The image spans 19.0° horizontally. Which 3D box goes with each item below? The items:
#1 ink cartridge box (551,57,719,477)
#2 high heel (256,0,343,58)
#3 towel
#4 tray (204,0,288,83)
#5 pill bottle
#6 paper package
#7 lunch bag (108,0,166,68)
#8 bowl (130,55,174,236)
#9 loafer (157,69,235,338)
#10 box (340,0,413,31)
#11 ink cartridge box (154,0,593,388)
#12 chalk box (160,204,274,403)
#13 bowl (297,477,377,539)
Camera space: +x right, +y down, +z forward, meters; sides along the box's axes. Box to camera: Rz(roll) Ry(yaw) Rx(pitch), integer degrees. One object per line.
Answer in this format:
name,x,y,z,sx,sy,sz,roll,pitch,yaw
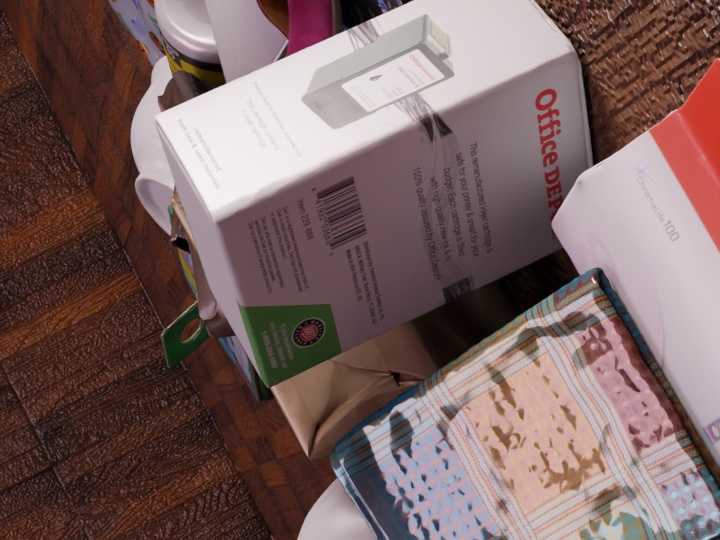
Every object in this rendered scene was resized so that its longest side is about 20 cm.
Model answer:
ink cartridge box,0.159,0.012,0.973,0.163,0.057,0.200,61,173,10
high heel,-0.046,-0.125,1.224,0.200,0.096,0.067,53,167,36
towel,0.081,0.107,1.067,0.200,0.022,0.147,-37,78,37
tray,-0.071,-0.202,1.394,0.107,0.022,0.200,-56,39,44
pill bottle,-0.077,-0.137,1.523,0.111,0.111,0.200,56,167,32
paper package,0.000,0.000,1.320,0.191,0.103,0.200,61,-161,4
lunch bag,-0.147,-0.221,1.745,0.160,0.076,0.200,52,166,24
bowl,-0.117,-0.072,1.729,0.201,0.090,0.201,35,158,16
loafer,-0.101,-0.042,1.392,0.073,0.071,0.200,33,-148,-53
box,0.001,-0.186,1.233,0.200,0.047,0.193,65,171,-13
ink cartridge box,0.013,-0.048,1.105,0.084,0.200,0.146,58,168,38
chalk box,-0.056,0.001,1.515,0.124,0.200,0.124,59,168,21
bowl,0.063,0.135,1.223,0.200,0.200,0.075,-29,-68,-76
